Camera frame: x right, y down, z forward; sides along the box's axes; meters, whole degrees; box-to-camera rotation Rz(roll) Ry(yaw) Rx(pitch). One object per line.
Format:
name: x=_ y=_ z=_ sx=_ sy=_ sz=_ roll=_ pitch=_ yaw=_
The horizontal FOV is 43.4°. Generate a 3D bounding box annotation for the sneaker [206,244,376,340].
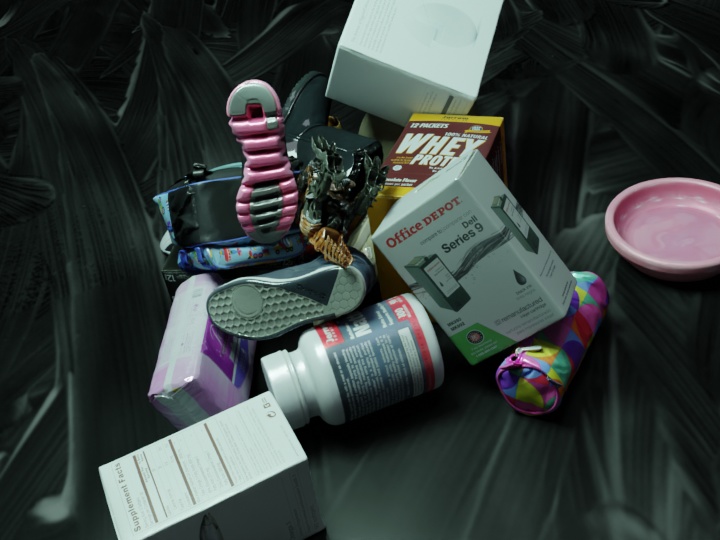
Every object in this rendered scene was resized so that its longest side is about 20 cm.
sneaker: x=-0.077 y=0.024 z=1.109 sx=0.199 sy=0.078 sz=0.146 roll=-9 pitch=12 yaw=13

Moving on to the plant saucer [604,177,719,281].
plant saucer: x=0.433 y=-0.051 z=1.230 sx=0.197 sy=0.051 sz=0.202 roll=-7 pitch=39 yaw=5

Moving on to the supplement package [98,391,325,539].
supplement package: x=-0.154 y=0.240 z=0.950 sx=0.197 sy=0.118 sz=0.118 roll=-23 pitch=40 yaw=-15

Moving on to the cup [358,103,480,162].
cup: x=0.115 y=-0.199 z=1.400 sx=0.198 sy=0.201 sz=0.144 roll=-29 pitch=65 yaw=-22

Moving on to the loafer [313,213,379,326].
loafer: x=0.000 y=0.000 z=1.231 sx=0.068 sy=0.076 sz=0.202 roll=31 pitch=68 yaw=-6

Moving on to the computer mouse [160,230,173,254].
computer mouse: x=-0.221 y=-0.057 z=1.394 sx=0.196 sy=0.044 sz=0.111 roll=-1 pitch=40 yaw=12

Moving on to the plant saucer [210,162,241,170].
plant saucer: x=-0.190 y=-0.137 z=1.468 sx=0.196 sy=0.028 sz=0.201 roll=-3 pitch=27 yaw=1

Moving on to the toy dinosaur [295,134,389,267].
toy dinosaur: x=-0.031 y=-0.075 z=1.085 sx=0.101 sy=0.137 sz=0.201 roll=2 pitch=41 yaw=-43

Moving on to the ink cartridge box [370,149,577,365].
ink cartridge box: x=0.129 y=-0.013 z=1.042 sx=0.145 sy=0.201 sz=0.084 roll=-33 pitch=12 yaw=36

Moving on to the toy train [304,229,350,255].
toy train: x=-0.047 y=-0.084 z=1.316 sx=0.084 sy=0.118 sz=0.199 roll=-22 pitch=39 yaw=-40

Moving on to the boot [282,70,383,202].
boot: x=-0.038 y=-0.188 z=1.285 sx=0.166 sy=0.077 sz=0.202 roll=18 pitch=57 yaw=20

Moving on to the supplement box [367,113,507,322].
supplement box: x=0.111 y=-0.071 z=1.210 sx=0.131 sy=0.200 sz=0.201 roll=6 pitch=40 yaw=21

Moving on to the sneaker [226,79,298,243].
sneaker: x=-0.116 y=-0.136 z=1.101 sx=0.077 sy=0.204 sz=0.096 roll=-3 pitch=22 yaw=-3

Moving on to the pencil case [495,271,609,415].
pencil case: x=0.231 y=0.081 z=1.080 sx=0.087 sy=0.090 sz=0.200 roll=13 pitch=41 yaw=27

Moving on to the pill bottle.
pill bottle: x=-0.012 y=0.114 z=1.071 sx=0.197 sy=0.121 sz=0.120 roll=-19 pitch=39 yaw=-11

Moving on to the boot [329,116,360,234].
boot: x=-0.030 y=-0.151 z=1.382 sx=0.070 sy=0.146 sz=0.201 roll=-21 pitch=39 yaw=-24

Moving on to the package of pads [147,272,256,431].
package of pads: x=-0.188 y=0.111 z=1.110 sx=0.075 sy=0.121 sz=0.202 roll=-20 pitch=36 yaw=16

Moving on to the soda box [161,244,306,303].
soda box: x=-0.177 y=0.002 z=1.294 sx=0.196 sy=0.064 sz=0.071 roll=0 pitch=39 yaw=12

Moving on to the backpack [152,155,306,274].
backpack: x=-0.181 y=-0.070 z=1.216 sx=0.180 sy=0.137 sz=0.199 roll=-10 pitch=3 yaw=-34

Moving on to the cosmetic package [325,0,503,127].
cosmetic package: x=0.076 y=-0.319 z=1.276 sx=0.197 sy=0.123 sz=0.202 roll=21 pitch=63 yaw=-4
